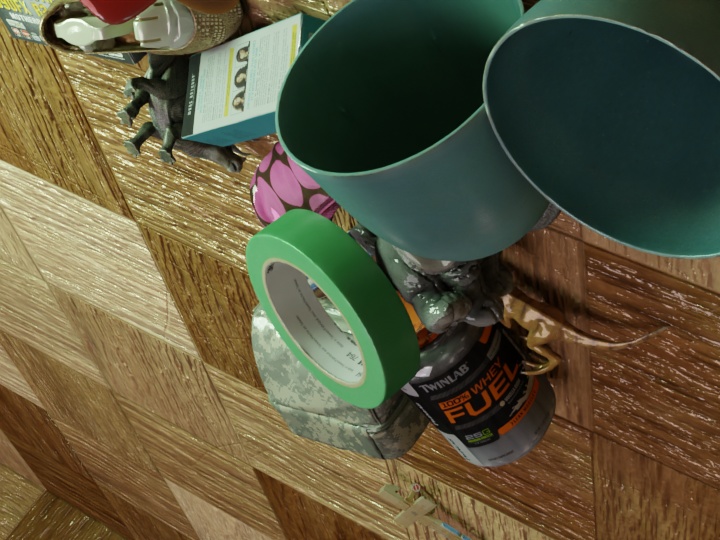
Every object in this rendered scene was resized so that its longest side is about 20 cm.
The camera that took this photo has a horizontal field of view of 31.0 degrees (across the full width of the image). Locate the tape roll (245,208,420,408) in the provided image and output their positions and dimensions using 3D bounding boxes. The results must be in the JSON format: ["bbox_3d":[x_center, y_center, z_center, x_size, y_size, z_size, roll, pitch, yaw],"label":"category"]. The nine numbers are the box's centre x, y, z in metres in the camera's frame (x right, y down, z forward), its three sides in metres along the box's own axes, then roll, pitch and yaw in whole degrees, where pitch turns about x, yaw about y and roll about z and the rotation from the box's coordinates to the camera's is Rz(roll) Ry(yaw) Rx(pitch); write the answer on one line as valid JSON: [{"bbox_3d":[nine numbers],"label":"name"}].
[{"bbox_3d":[-0.028,0.038,1.233,0.200,0.048,0.201,40,152,26],"label":"tape roll"}]

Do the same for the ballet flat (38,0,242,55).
[{"bbox_3d":[-0.205,-0.222,1.181,0.199,0.065,0.071,-2,116,21],"label":"ballet flat"}]

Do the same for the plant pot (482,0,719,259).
[{"bbox_3d":[0.197,-0.125,0.825,0.200,0.135,0.200,29,153,16],"label":"plant pot"}]

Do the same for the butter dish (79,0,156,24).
[{"bbox_3d":[-0.187,-0.320,0.977,0.200,0.200,0.148,49,175,-24],"label":"butter dish"}]

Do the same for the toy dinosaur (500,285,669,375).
[{"bbox_3d":[0.181,0.055,1.229,0.200,0.060,0.106,28,151,19],"label":"toy dinosaur"}]

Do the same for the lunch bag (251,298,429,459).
[{"bbox_3d":[-0.019,0.105,1.472,0.200,0.140,0.168,11,145,41],"label":"lunch bag"}]

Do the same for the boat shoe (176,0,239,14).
[{"bbox_3d":[-0.182,-0.299,1.105,0.200,0.070,0.070,40,-168,-21],"label":"boat shoe"}]

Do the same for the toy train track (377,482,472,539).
[{"bbox_3d":[0.118,0.354,1.840,0.200,0.033,0.115,33,147,-4],"label":"toy train track"}]

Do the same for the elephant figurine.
[{"bbox_3d":[0.090,-0.053,1.122,0.200,0.155,0.142,99,159,-50],"label":"elephant figurine"}]

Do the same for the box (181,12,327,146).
[{"bbox_3d":[-0.091,-0.167,1.169,0.049,0.083,0.200,10,172,-34],"label":"box"}]

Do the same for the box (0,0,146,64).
[{"bbox_3d":[-0.309,-0.292,1.288,0.200,0.048,0.159,18,148,35],"label":"box"}]

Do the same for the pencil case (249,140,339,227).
[{"bbox_3d":[-0.040,-0.092,1.231,0.090,0.094,0.200,3,163,-18],"label":"pencil case"}]

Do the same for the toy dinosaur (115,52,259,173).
[{"bbox_3d":[-0.192,-0.172,1.297,0.077,0.102,0.200,2,129,39],"label":"toy dinosaur"}]

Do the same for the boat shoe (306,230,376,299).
[{"bbox_3d":[0.000,0.000,1.353,0.072,0.072,0.200,40,154,-8],"label":"boat shoe"}]

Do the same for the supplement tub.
[{"bbox_3d":[0.102,0.097,1.314,0.122,0.123,0.200,3,143,49],"label":"supplement tub"}]

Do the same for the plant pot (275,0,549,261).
[{"bbox_3d":[0.061,-0.102,0.980,0.200,0.201,0.161,13,154,40],"label":"plant pot"}]
